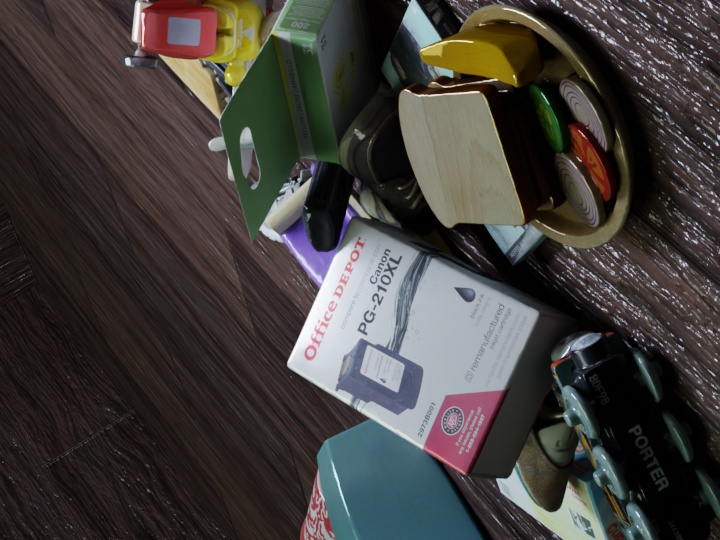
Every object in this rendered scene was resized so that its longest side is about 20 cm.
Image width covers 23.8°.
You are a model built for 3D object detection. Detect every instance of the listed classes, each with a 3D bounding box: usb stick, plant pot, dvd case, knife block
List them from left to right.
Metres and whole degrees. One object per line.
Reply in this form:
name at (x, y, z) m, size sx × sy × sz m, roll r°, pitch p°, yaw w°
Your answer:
knife block at (-0.137, -0.198, 1.764) m, size 0.176 × 0.064 × 0.200 m, roll 61°, pitch 164°, yaw -7°
usb stick at (-0.022, -0.087, 1.488) m, size 0.200 × 0.032 × 0.056 m, roll -79°, pitch -14°, yaw -56°
plant pot at (0.034, 0.278, 1.994) m, size 0.201 × 0.141 × 0.141 m, roll 62°, pitch 165°, yaw 12°
dvd case at (0.088, -0.109, 1.335) m, size 0.200 × 0.022 × 0.146 m, roll 56°, pitch 164°, yaw 7°

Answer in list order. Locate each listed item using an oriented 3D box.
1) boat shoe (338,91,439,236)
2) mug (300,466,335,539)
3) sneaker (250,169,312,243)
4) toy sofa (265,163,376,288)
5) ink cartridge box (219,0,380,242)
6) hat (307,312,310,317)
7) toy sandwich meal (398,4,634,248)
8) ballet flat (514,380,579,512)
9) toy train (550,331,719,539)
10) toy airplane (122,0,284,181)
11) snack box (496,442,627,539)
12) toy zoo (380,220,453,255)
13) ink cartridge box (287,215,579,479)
boat shoe at (0.037, -0.087, 1.443) m, size 0.073 × 0.075 × 0.200 m, roll 35°, pitch 172°, yaw 18°
mug at (0.013, 0.310, 2.195) m, size 0.200 × 0.176 × 0.134 m, roll 96°, pitch 176°, yaw -58°
sneaker at (-0.050, -0.073, 1.746) m, size 0.200 × 0.075 × 0.082 m, roll 20°, pitch 133°, yaw 48°
toy sofa at (0.000, 0.000, 1.555) m, size 0.200 × 0.083 × 0.098 m, roll 51°, pitch -174°, yaw 24°
ink cartridge box at (-0.045, -0.138, 1.380) m, size 0.048 × 0.201 × 0.146 m, roll 9°, pitch 142°, yaw 18°
hat at (-0.003, 0.058, 1.787) m, size 0.201 × 0.081 × 0.201 m, roll 49°, pitch 167°, yaw 16°
toy sandwich meal at (0.105, -0.092, 1.186) m, size 0.205 × 0.070 × 0.206 m, roll 45°, pitch 152°, yaw 32°
ballet flat at (0.150, 0.111, 1.450) m, size 0.067 × 0.068 × 0.201 m, roll -17°, pitch 100°, yaw 35°
toy train at (0.209, 0.136, 1.324) m, size 0.201 × 0.085 × 0.114 m, roll 61°, pitch 173°, yaw -8°
toy airplane at (-0.094, -0.205, 1.471) m, size 0.141 × 0.200 × 0.200 m, roll 11°, pitch 147°, yaw 33°
snack box at (0.179, 0.192, 1.578) m, size 0.200 × 0.037 × 0.117 m, roll 33°, pitch 149°, yaw 56°
toy zoo at (0.073, 0.017, 1.607) m, size 0.200 × 0.020 × 0.131 m, roll 57°, pitch 163°, yaw 7°
ink cartridge box at (0.057, 0.061, 1.408) m, size 0.199 × 0.145 × 0.084 m, roll 28°, pitch -172°, yaw 32°
